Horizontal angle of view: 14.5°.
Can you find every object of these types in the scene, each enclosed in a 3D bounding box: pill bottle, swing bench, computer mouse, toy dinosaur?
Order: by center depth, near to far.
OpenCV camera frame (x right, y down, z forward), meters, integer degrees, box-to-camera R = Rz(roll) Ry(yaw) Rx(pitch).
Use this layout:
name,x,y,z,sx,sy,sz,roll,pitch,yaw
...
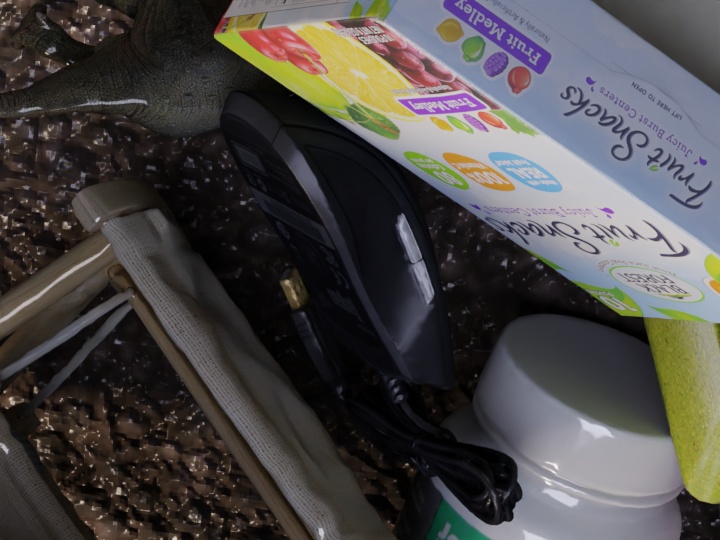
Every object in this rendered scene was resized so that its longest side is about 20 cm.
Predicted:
name,x,y,z,sx,sy,sz,roll,pitch,yaw
toy dinosaur,-0.068,-0.084,1.093,0.102,0.200,0.077,31,107,31
computer mouse,0.000,0.000,1.102,0.046,0.140,0.200,-36,113,-14
swing bench,-0.095,0.099,1.145,0.200,0.130,0.199,-38,78,17
pill bottle,0.066,0.126,1.189,0.113,0.113,0.200,19,114,-5

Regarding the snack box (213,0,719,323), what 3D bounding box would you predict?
name,x,y,z,sx,sy,sz,roll,pitch,yaw
snack box,0.063,-0.051,0.980,0.200,0.142,0.053,33,80,-22

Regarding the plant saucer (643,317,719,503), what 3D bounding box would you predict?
name,x,y,z,sx,sy,sz,roll,pitch,yaw
plant saucer,0.197,-0.030,1.087,0.200,0.048,0.200,-15,79,11

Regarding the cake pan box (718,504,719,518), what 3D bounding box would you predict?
name,x,y,z,sx,sy,sz,roll,pitch,yaw
cake pan box,0.270,0.051,1.174,0.200,0.052,0.184,14,117,-2

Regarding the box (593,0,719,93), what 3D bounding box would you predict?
name,x,y,z,sx,sy,sz,roll,pitch,yaw
box,0.172,-0.064,1.026,0.200,0.095,0.078,33,90,14
